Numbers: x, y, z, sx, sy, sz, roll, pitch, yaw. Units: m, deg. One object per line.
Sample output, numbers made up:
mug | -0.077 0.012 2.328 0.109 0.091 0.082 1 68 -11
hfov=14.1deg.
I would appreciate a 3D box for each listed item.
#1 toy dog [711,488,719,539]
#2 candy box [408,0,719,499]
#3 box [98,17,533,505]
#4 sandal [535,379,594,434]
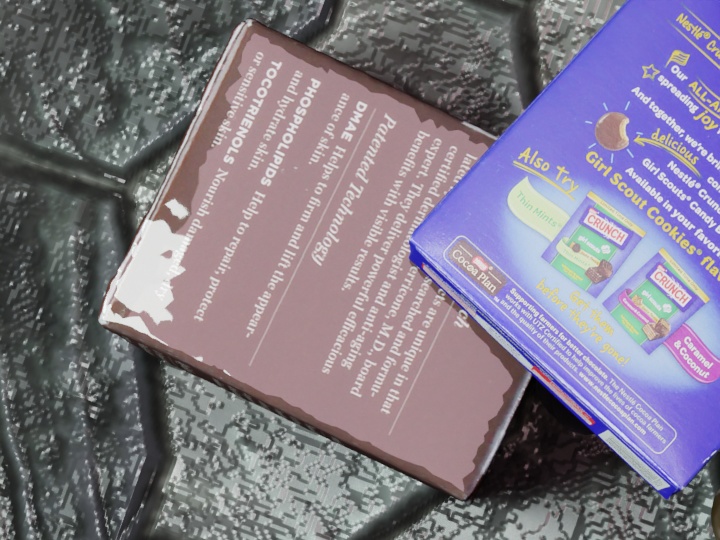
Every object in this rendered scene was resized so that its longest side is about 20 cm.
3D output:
toy dog | 0.254 0.078 1.418 0.139 0.194 0.200 25 79 -5
candy box | 0.148 -0.026 1.323 0.169 0.077 0.200 43 86 4
box | 0.000 0.000 1.443 0.200 0.166 0.164 25 86 3
sandal | 0.168 0.003 1.474 0.076 0.043 0.200 23 104 -38
